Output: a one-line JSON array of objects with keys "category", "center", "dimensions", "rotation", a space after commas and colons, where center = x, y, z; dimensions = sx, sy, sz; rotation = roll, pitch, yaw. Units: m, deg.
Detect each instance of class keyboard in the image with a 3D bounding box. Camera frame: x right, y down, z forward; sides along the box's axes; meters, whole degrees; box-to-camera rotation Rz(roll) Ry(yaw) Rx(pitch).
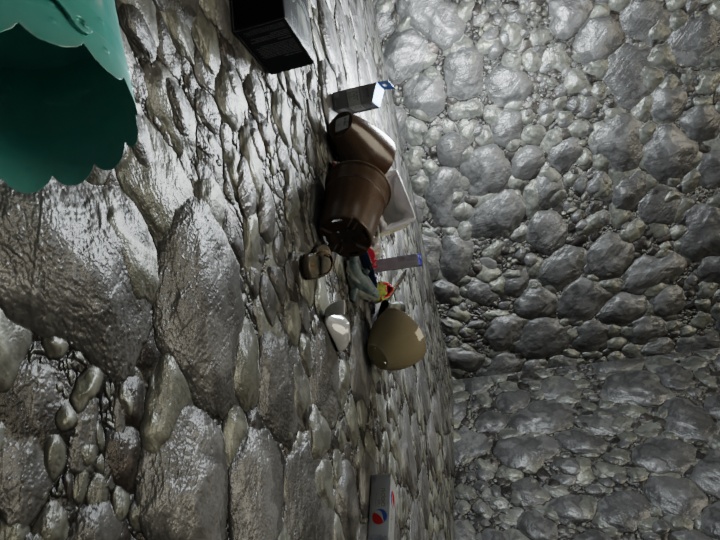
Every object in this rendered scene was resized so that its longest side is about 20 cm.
[{"category": "keyboard", "center": [0.111, 0.077, 2.142], "dimensions": [0.202, 0.011, 0.057], "rotation": [-57, -171, 20]}]

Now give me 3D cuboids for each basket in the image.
[{"category": "basket", "center": [0.098, -0.240, 2.196], "dimensions": [0.124, 0.133, 0.204], "rotation": [122, -52, -74]}]

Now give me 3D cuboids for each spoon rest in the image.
[{"category": "spoon rest", "center": [-0.061, 0.142, 1.590], "dimensions": [0.202, 0.059, 0.102], "rotation": [85, 5, -58]}]

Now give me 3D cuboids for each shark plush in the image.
[{"category": "shark plush", "center": [0.000, 0.000, 1.850], "dimensions": [0.091, 0.081, 0.205], "rotation": [-55, 135, -71]}]

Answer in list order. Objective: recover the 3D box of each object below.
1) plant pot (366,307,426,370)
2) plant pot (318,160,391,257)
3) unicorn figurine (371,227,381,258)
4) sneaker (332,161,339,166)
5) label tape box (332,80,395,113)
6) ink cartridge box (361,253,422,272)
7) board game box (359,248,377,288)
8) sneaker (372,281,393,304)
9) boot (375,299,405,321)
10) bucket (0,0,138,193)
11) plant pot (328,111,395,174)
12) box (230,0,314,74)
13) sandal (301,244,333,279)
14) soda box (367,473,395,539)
[{"category": "plant pot", "center": [0.097, 0.244, 1.953], "dimensions": [0.134, 0.198, 0.205], "rotation": [-34, 120, -35]}, {"category": "plant pot", "center": [-0.024, -0.159, 1.660], "dimensions": [0.203, 0.195, 0.201], "rotation": [68, 27, -44]}, {"category": "unicorn figurine", "center": [0.046, -0.091, 2.129], "dimensions": [0.200, 0.072, 0.141], "rotation": [52, 28, -60]}, {"category": "sneaker", "center": [-0.040, -0.288, 1.890], "dimensions": [0.200, 0.073, 0.083], "rotation": [43, 40, -68]}, {"category": "label tape box", "center": [0.016, -0.584, 2.046], "dimensions": [0.143, 0.195, 0.068], "rotation": [-29, 111, -76]}, {"category": "ink cartridge box", "center": [0.109, -0.023, 2.080], "dimensions": [0.094, 0.195, 0.045], "rotation": [-3, 85, -77]}, {"category": "board game box", "center": [0.030, -0.045, 1.928], "dimensions": [0.201, 0.038, 0.161], "rotation": [-124, -165, -57]}, {"category": "sneaker", "center": [0.076, 0.075, 2.117], "dimensions": [0.200, 0.088, 0.080], "rotation": [-9, 88, -78]}, {"category": "boot", "center": [0.088, 0.200, 2.131], "dimensions": [0.129, 0.067, 0.205], "rotation": [2, 103, -55]}, {"category": "bucket", "center": [-0.289, -0.174, 0.493], "dimensions": [0.207, 0.203, 0.138], "rotation": [48, 25, -66]}, {"category": "plant pot", "center": [-0.012, -0.407, 1.916], "dimensions": [0.200, 0.183, 0.191], "rotation": [39, 41, -50]}, {"category": "box", "center": [-0.194, -0.579, 1.324], "dimensions": [0.196, 0.121, 0.206], "rotation": [33, 50, -75]}, {"category": "sandal", "center": [-0.098, -0.023, 1.510], "dimensions": [0.200, 0.053, 0.084], "rotation": [-26, 106, -76]}, {"category": "soda box", "center": [0.062, 0.688, 1.713], "dimensions": [0.203, 0.062, 0.069], "rotation": [-83, 160, -48]}]
